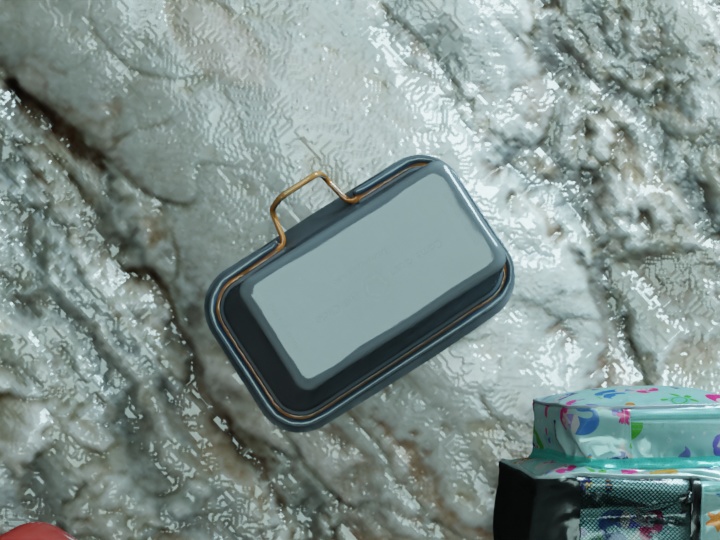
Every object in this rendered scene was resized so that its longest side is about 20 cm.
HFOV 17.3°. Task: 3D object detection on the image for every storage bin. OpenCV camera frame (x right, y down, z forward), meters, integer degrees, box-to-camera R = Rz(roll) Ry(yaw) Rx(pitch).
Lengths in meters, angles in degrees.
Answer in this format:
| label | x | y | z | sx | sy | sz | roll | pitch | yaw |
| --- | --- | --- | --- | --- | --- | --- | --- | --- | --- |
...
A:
| label | x | y | z | sx | sy | sz | roll | pitch | yaw |
| --- | --- | --- | --- | --- | --- | --- | --- | --- | --- |
| storage bin | 0.000 | 0.000 | 1.539 | 0.200 | 0.134 | 0.146 | -32 | 87 | -7 |

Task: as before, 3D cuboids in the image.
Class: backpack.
| label | x | y | z | sx | sy | sz | roll | pitch | yaw |
| --- | --- | --- | --- | --- | --- | --- | --- | --- | --- |
| backpack | 0.195 | 0.149 | 1.516 | 0.200 | 0.178 | 0.151 | 7 | 89 | -7 |

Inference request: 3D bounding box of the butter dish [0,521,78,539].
| label | x | y | z | sx | sy | sz | roll | pitch | yaw |
| --- | --- | --- | --- | --- | --- | --- | --- | --- | --- |
| butter dish | -0.199 | 0.243 | 1.504 | 0.200 | 0.148 | 0.199 | 43 | 127 | 2 |
